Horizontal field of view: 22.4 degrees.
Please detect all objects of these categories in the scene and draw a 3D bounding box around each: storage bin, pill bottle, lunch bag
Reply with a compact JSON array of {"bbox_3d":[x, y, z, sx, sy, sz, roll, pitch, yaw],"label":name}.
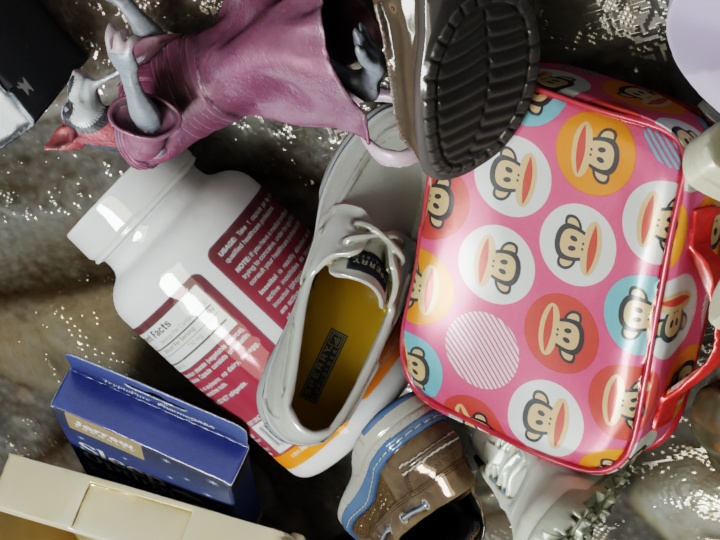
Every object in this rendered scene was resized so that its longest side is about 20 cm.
[{"bbox_3d":[-0.132,0.212,1.171,0.200,0.094,0.199,14,154,15],"label":"storage bin"},{"bbox_3d":[-0.068,0.016,1.059,0.200,0.113,0.113,44,126,-7],"label":"pill bottle"},{"bbox_3d":[0.116,0.000,0.949,0.176,0.082,0.200,22,113,31],"label":"lunch bag"}]

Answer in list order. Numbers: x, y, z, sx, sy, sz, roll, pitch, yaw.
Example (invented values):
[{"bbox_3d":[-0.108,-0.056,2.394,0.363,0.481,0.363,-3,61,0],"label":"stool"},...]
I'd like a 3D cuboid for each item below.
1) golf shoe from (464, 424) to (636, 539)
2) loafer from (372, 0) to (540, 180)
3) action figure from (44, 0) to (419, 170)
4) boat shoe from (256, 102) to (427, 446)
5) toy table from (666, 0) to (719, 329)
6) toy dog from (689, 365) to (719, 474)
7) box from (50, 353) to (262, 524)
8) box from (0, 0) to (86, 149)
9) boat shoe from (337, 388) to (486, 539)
[{"bbox_3d":[0.093,0.119,1.010,0.097,0.200,0.078,32,99,8],"label":"golf shoe"},{"bbox_3d":[0.039,-0.140,0.878,0.071,0.073,0.200,37,139,47],"label":"loafer"},{"bbox_3d":[-0.080,-0.103,0.986,0.200,0.134,0.149,-27,120,20],"label":"action figure"},{"bbox_3d":[0.000,0.000,0.982,0.071,0.200,0.070,25,171,-11],"label":"boat shoe"},{"bbox_3d":[0.225,-0.054,0.833,0.200,0.117,0.184,19,147,-11],"label":"toy table"},{"bbox_3d":[0.270,0.066,0.940,0.200,0.140,0.194,-25,95,32],"label":"toy dog"},{"bbox_3d":[-0.124,0.115,1.129,0.121,0.032,0.200,22,159,8],"label":"box"},{"bbox_3d":[-0.302,-0.126,1.039,0.200,0.117,0.197,-32,105,20],"label":"box"},{"bbox_3d":[0.033,0.143,1.072,0.072,0.072,0.200,53,168,21],"label":"boat shoe"}]
